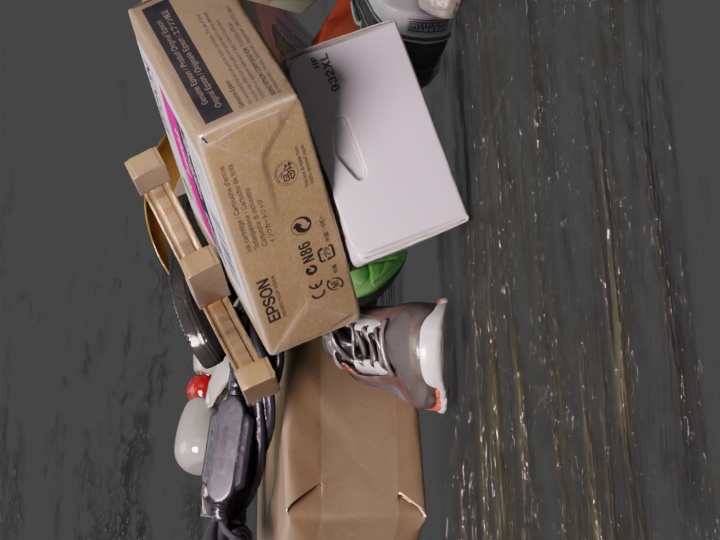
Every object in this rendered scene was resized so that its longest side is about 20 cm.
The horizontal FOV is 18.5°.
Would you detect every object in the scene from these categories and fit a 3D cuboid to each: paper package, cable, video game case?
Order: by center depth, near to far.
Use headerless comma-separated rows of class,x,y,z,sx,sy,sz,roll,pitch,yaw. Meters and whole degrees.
cable,-0.083,0.113,1.640,0.163,0.050,0.202,90,-174,-77
paper package,-0.020,0.161,1.669,0.201,0.103,0.192,102,168,-52
video game case,-0.050,-0.136,1.835,0.200,0.024,0.183,37,-144,-70

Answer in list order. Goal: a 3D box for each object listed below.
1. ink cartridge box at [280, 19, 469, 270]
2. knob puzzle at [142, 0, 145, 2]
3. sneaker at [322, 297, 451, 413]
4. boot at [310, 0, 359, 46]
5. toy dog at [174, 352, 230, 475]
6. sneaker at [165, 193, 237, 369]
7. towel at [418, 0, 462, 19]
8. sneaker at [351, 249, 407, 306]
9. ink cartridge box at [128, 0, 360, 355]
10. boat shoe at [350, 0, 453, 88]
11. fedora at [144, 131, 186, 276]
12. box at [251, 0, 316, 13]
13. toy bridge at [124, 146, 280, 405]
ink cartridge box,-0.003,-0.079,1.535,0.200,0.083,0.146,158,92,-81
knob puzzle,-0.148,-0.205,1.765,0.220,0.030,0.220,56,164,26
sneaker,0.015,0.058,1.520,0.200,0.081,0.078,158,115,-81
boot,0.003,-0.192,1.794,0.200,0.075,0.108,-97,32,-80
toy dog,-0.089,0.065,1.784,0.132,0.096,0.202,19,-111,-68
sneaker,-0.097,-0.021,1.735,0.060,0.104,0.201,61,-168,-48
towel,0.051,-0.273,1.547,0.200,0.034,0.133,-103,17,-61
sneaker,0.000,0.000,1.720,0.200,0.076,0.084,-78,-12,-75
ink cartridge box,-0.077,-0.071,1.483,0.165,0.075,0.201,-123,13,-48
boat shoe,0.025,-0.192,1.606,0.200,0.071,0.068,-115,30,-58
fedora,-0.089,-0.058,1.897,0.082,0.199,0.202,-20,65,51
box,-0.031,-0.267,1.567,0.200,0.077,0.096,146,132,-60
toy bridge,-0.109,0.006,1.544,0.201,0.027,0.067,61,174,22
